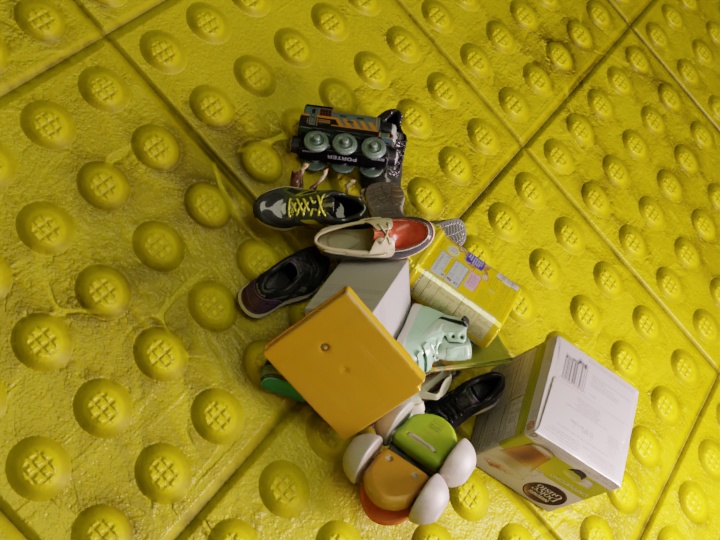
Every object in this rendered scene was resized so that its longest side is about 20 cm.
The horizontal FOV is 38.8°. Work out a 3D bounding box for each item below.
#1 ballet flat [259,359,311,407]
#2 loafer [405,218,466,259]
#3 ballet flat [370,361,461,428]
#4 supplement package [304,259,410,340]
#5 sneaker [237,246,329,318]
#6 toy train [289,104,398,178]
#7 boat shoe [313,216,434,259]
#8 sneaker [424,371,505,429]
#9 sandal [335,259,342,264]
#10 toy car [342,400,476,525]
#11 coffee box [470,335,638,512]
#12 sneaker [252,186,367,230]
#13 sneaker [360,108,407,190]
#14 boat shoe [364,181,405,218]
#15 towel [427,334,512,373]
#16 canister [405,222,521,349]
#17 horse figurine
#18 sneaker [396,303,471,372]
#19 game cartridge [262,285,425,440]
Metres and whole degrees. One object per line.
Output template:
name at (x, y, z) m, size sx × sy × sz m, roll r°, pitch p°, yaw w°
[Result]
ballet flat at (-0.067, 0.188, 1.648) m, size 0.199 × 0.074 × 0.075 m, roll 30°, pitch 53°, yaw -21°
loafer at (0.101, -0.053, 1.901) m, size 0.198 × 0.069 × 0.076 m, roll -9°, pitch 96°, yaw -26°
ballet flat at (0.097, 0.206, 1.728) m, size 0.199 × 0.071 × 0.070 m, roll -35°, pitch 132°, yaw -32°
supplement package at (0.001, 0.070, 1.663) m, size 0.200 × 0.116 × 0.119 m, roll -53°, pitch 142°, yaw -57°
sneaker at (-0.107, 0.009, 1.689) m, size 0.076 × 0.087 × 0.200 m, roll 52°, pitch 48°, yaw 2°
toy train at (-0.028, -0.238, 1.859) m, size 0.197 × 0.086 × 0.115 m, roll 7°, pitch 59°, yaw 0°
boat shoe at (0.022, -0.055, 1.684) m, size 0.063 × 0.197 × 0.072 m, roll 39°, pitch 48°, yaw -74°
sneaker at (0.159, 0.229, 1.738) m, size 0.199 × 0.088 × 0.076 m, roll -32°, pitch 75°, yaw -19°
sandal at (0.000, 0.000, 1.800) m, size 0.081 × 0.054 × 0.201 m, roll -36°, pitch 106°, yaw -27°
toy car at (0.074, 0.320, 1.626) m, size 0.174 × 0.151 × 0.200 m, roll 31°, pitch 50°, yaw 19°
coffee box at (0.336, 0.273, 1.796) m, size 0.199 × 0.197 × 0.201 m, roll 34°, pitch 52°, yaw -16°
sneaker at (-0.080, -0.110, 1.713) m, size 0.198 × 0.085 × 0.075 m, roll -1°, pitch 83°, yaw -16°
sneaker at (0.050, -0.216, 1.927) m, size 0.075 × 0.091 × 0.202 m, roll 10°, pitch 62°, yaw -33°
boat shoe at (0.044, -0.089, 1.808) m, size 0.075 × 0.072 × 0.201 m, roll 1°, pitch 35°, yaw -2°
towel at (0.168, 0.133, 1.775) m, size 0.198 × 0.018 × 0.087 m, roll -2°, pitch 50°, yaw -30°
canister at (0.169, 0.029, 1.791) m, size 0.199 × 0.087 × 0.149 m, roll 35°, pitch 48°, yaw 3°
horse figurine at (-0.059, -0.109, 1.811) m, size 0.199 × 0.050 × 0.134 m, roll 22°, pitch 77°, yaw -34°
sneaker at (0.118, 0.138, 1.666) m, size 0.117 × 0.074 × 0.201 m, roll 12°, pitch 45°, yaw 13°
game cartridge at (-0.022, 0.145, 1.565) m, size 0.200 × 0.176 × 0.033 m, roll 48°, pitch 21°, yaw -17°
